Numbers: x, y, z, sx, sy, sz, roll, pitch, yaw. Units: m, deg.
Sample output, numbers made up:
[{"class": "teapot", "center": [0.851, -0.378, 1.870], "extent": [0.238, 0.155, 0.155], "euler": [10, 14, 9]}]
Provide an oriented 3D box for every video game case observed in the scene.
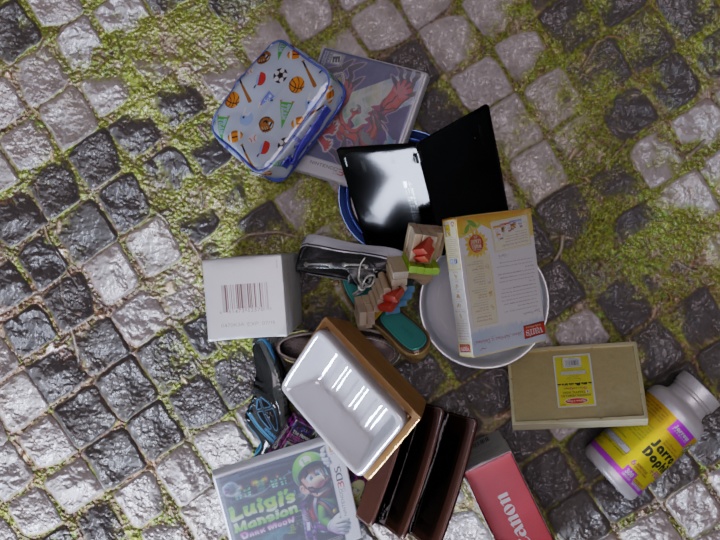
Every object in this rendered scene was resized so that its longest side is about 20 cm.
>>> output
[{"class": "video game case", "center": [-0.071, 0.344, 1.305], "extent": [0.199, 0.036, 0.182], "euler": [31, 94, -20]}, {"class": "video game case", "center": [-0.108, 0.357, 1.266], "extent": [0.199, 0.023, 0.183], "euler": [-15, 107, -12]}, {"class": "video game case", "center": [-0.009, -0.230, 1.286], "extent": [0.181, 0.023, 0.201], "euler": [18, 87, 17]}]

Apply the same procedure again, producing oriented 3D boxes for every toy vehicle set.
[{"class": "toy vehicle set", "center": [0.327, 0.176, 1.271], "extent": [0.199, 0.027, 0.125], "euler": [-5, 61, 12]}]

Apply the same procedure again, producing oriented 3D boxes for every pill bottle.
[{"class": "pill bottle", "center": [0.448, 0.248, 1.274], "extent": [0.200, 0.104, 0.104], "euler": [-45, 90, 4]}]

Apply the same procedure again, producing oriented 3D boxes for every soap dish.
[{"class": "soap dish", "center": [-0.009, 0.183, 1.219], "extent": [0.200, 0.081, 0.158], "euler": [45, 125, 17]}]

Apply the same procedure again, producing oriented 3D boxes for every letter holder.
[{"class": "letter holder", "center": [0.085, 0.299, 1.247], "extent": [0.100, 0.142, 0.201], "euler": [21, 81, -12]}]

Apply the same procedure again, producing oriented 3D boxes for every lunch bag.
[{"class": "lunch bag", "center": [-0.125, -0.238, 1.275], "extent": [0.160, 0.075, 0.200], "euler": [40, 97, 24]}]

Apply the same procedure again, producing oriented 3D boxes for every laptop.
[{"class": "laptop", "center": [0.097, -0.130, 1.238], "extent": [0.199, 0.116, 0.188], "euler": [1, 127, 27]}]

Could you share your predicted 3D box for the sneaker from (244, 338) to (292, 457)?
[{"class": "sneaker", "center": [-0.150, 0.209, 1.317], "extent": [0.081, 0.073, 0.201], "euler": [-12, 92, 2]}]

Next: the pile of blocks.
[{"class": "pile of blocks", "center": [0.064, 0.023, 1.214], "extent": [0.082, 0.062, 0.200], "euler": [27, 112, -25]}]

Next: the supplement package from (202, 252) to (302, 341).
[{"class": "supplement package", "center": [-0.156, 0.035, 1.247], "extent": [0.116, 0.200, 0.118], "euler": [-5, 92, 3]}]

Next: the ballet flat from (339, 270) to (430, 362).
[{"class": "ballet flat", "center": [0.033, 0.070, 1.302], "extent": [0.068, 0.063, 0.200], "euler": [-34, 63, -13]}]

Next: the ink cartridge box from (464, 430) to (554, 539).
[{"class": "ink cartridge box", "center": [0.227, 0.365, 1.255], "extent": [0.084, 0.176, 0.201], "euler": [-26, 91, 3]}]

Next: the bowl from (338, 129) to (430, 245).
[{"class": "bowl", "center": [0.064, -0.120, 1.310], "extent": [0.199, 0.039, 0.202], "euler": [0, 92, 3]}]

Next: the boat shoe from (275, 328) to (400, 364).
[{"class": "boat shoe", "center": [-0.034, 0.126, 1.315], "extent": [0.199, 0.060, 0.072], "euler": [5, 93, 3]}]

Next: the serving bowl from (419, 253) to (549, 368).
[{"class": "serving bowl", "center": [0.190, 0.049, 1.298], "extent": [0.199, 0.066, 0.202], "euler": [0, 92, 3]}]

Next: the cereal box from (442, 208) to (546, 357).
[{"class": "cereal box", "center": [0.196, 0.016, 1.211], "extent": [0.143, 0.039, 0.201], "euler": [-8, 92, -31]}]

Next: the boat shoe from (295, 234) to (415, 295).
[{"class": "boat shoe", "center": [0.000, -0.001, 1.266], "extent": [0.198, 0.074, 0.068], "euler": [14, 67, 2]}]
